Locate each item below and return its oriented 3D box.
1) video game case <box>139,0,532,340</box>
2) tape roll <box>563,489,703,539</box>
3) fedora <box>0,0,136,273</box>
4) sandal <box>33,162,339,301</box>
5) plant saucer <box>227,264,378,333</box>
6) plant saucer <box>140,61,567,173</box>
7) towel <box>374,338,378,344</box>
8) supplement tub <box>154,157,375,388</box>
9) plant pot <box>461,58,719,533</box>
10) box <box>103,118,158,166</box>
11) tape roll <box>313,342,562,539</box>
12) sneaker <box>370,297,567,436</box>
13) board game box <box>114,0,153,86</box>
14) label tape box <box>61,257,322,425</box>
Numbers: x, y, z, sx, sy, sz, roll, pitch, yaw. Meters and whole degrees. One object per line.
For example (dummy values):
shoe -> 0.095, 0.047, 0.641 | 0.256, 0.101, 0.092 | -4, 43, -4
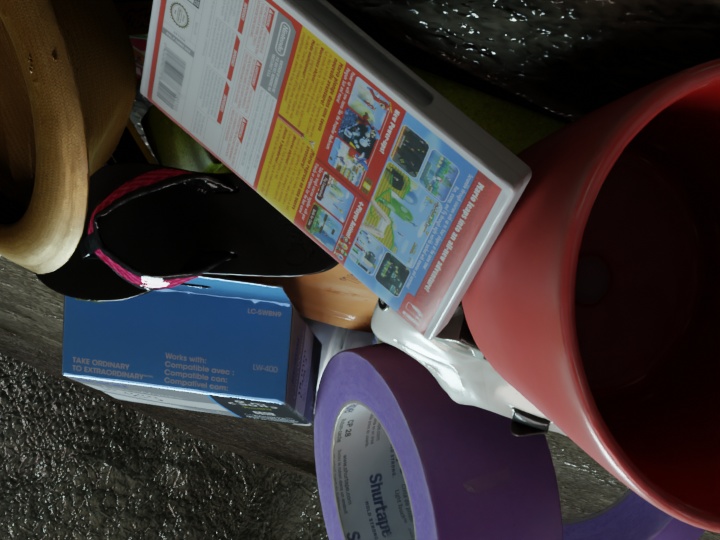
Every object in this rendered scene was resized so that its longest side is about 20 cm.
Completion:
video game case -> -0.021, -0.067, 0.711 | 0.200, 0.017, 0.143 | 41, 149, 10
tape roll -> 0.156, 0.121, 1.083 | 0.199, 0.201, 0.085 | 12, 166, 28
fedora -> -0.173, -0.102, 0.797 | 0.081, 0.202, 0.200 | -24, -162, -37
sandal -> -0.100, -0.023, 0.816 | 0.198, 0.076, 0.045 | -4, -177, 26
plant saucer -> 0.000, 0.000, 0.896 | 0.199, 0.033, 0.200 | 10, 162, 3
plant saucer -> -0.012, -0.060, 0.852 | 0.199, 0.048, 0.200 | 18, 161, -18
towel -> -0.052, 0.052, 1.251 | 0.146, 0.024, 0.200 | 17, -152, -12
supplement tub -> -0.081, 0.011, 1.120 | 0.198, 0.145, 0.144 | 19, 168, 1
plant pot -> 0.141, 0.006, 0.705 | 0.199, 0.202, 0.177 | 23, 176, -19
box -> -0.195, -0.074, 0.960 | 0.160, 0.049, 0.200 | 60, 155, -10
tape roll -> 0.044, 0.142, 0.970 | 0.084, 0.202, 0.200 | -10, 178, -21
sneaker -> 0.096, 0.051, 0.840 | 0.199, 0.075, 0.088 | 31, 150, -16
board game box -> -0.070, -0.101, 0.899 | 0.095, 0.030, 0.200 | 6, 165, 41
label tape box -> -0.108, 0.049, 0.953 | 0.143, 0.064, 0.200 | 7, 169, 7
